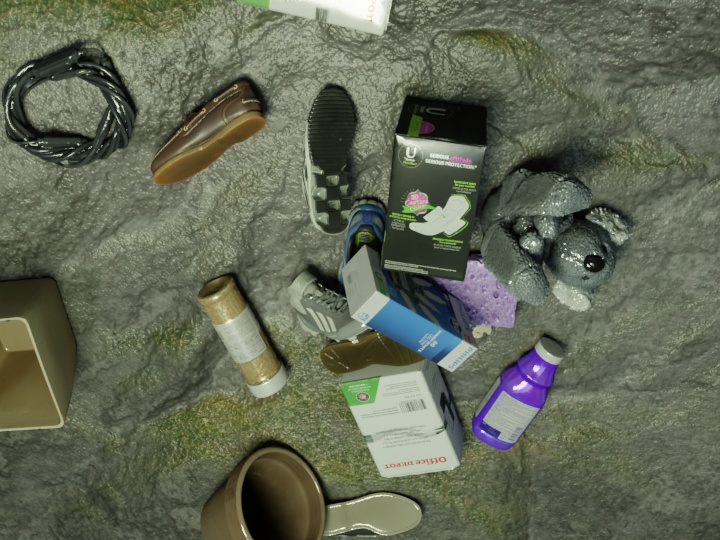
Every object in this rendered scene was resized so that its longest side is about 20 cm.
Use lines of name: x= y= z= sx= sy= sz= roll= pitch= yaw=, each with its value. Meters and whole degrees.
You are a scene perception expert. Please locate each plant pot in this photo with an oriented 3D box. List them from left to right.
plant pot: x=-0.557 y=0.118 z=1.475 sx=0.196 sy=0.178 sz=0.203 roll=-5 pitch=120 yaw=9
plant pot: x=-0.188 y=0.426 z=1.617 sx=0.173 sy=0.202 sz=0.201 roll=-26 pitch=115 yaw=38

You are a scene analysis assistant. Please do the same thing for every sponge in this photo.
sponge: x=0.141 y=0.028 z=1.412 sx=0.196 sy=0.030 sz=0.113 roll=3 pitch=119 yaw=3

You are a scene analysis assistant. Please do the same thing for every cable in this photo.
cable: x=-0.425 y=-0.228 z=1.347 sx=0.197 sy=0.051 sz=0.165 roll=-19 pitch=120 yaw=14

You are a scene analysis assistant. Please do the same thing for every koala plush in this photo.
koala plush: x=0.283 y=-0.040 z=1.315 sx=0.197 sy=0.184 sz=0.180 roll=20 pitch=99 yaw=-24

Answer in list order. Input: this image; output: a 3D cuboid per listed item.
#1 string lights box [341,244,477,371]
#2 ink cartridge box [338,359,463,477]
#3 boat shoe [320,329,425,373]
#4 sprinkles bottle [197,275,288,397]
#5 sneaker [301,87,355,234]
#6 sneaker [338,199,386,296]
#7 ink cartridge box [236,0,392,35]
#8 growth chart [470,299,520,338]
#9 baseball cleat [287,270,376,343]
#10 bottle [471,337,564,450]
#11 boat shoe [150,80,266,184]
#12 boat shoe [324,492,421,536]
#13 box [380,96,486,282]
string lights box: x=0.070 y=0.056 z=1.328 sx=0.198 sy=0.104 sz=0.059 roll=29 pitch=119 yaw=-31
ink cartridge box: x=0.071 y=0.229 z=1.512 sx=0.144 sy=0.083 sz=0.203 roll=-11 pitch=118 yaw=21
boat shoe: x=0.030 y=0.109 z=1.454 sx=0.197 sy=0.065 sz=0.074 roll=-9 pitch=122 yaw=23
sprinkles bottle: x=-0.187 y=0.107 z=1.490 sx=0.067 sy=0.069 sz=0.202 roll=-19 pitch=116 yaw=16
sneaker: x=-0.056 y=-0.157 z=1.327 sx=0.073 sy=0.088 sz=0.204 roll=1 pitch=98 yaw=-22
sneaker: x=0.000 y=0.000 z=1.396 sx=0.077 sy=0.090 sz=0.203 roll=4 pitch=122 yaw=5
ink cartridge box: x=-0.047 y=-0.399 z=1.178 sx=0.196 sy=0.085 sz=0.148 roll=13 pitch=121 yaw=-1
growth chart: x=0.141 y=0.062 z=1.456 sx=0.144 sy=0.018 sz=0.199 roll=42 pitch=115 yaw=-17
baseball cleat: x=-0.053 y=0.052 z=1.395 sx=0.199 sy=0.070 sz=0.107 roll=-7 pitch=121 yaw=55
bottle: x=0.255 y=0.196 z=1.490 sx=0.082 sy=0.066 sz=0.202 roll=24 pitch=119 yaw=-8
boat shoe: x=-0.223 y=-0.196 z=1.331 sx=0.198 sy=0.070 sz=0.071 roll=-29 pitch=75 yaw=17
boat shoe: x=0.013 y=0.443 z=1.675 sx=0.196 sy=0.074 sz=0.063 roll=-7 pitch=162 yaw=4
box: x=0.101 y=-0.114 z=1.285 sx=0.122 sy=0.149 sz=0.203 roll=9 pitch=121 yaw=3
